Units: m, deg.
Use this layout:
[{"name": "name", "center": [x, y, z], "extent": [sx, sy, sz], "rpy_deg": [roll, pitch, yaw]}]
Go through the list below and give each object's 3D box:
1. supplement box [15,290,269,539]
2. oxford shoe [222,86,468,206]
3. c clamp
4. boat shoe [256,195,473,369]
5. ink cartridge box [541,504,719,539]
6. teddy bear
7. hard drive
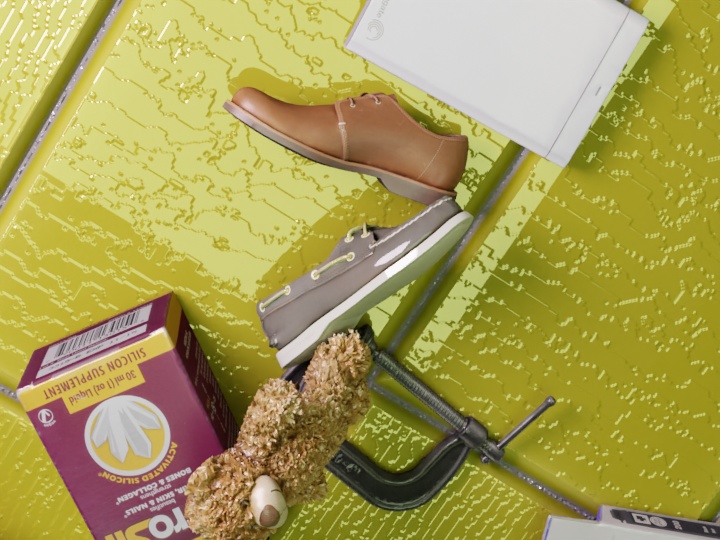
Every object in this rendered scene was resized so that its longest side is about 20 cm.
[{"name": "supplement box", "center": [-0.170, 0.140, 1.089], "extent": [0.130, 0.103, 0.201], "rpy_deg": [-24, 107, 2]}, {"name": "oxford shoe", "center": [-0.009, -0.110, 1.046], "extent": [0.199, 0.071, 0.072], "rpy_deg": [17, 101, -19]}, {"name": "c clamp", "center": [0.034, 0.116, 1.137], "extent": [0.199, 0.027, 0.171], "rpy_deg": [34, 107, -14]}, {"name": "boat shoe", "center": [-0.001, 0.000, 1.056], "extent": [0.201, 0.072, 0.061], "rpy_deg": [-38, 76, 24]}, {"name": "ink cartridge box", "center": [0.232, 0.308, 1.192], "extent": [0.198, 0.043, 0.200], "rpy_deg": [11, 106, -8]}, {"name": "teddy bear", "center": [-0.048, 0.133, 1.033], "extent": [0.067, 0.200, 0.146], "rpy_deg": [31, 125, 19]}, {"name": "hard drive", "center": [0.105, -0.184, 1.048], "extent": [0.199, 0.027, 0.133], "rpy_deg": [27, 103, -10]}]
